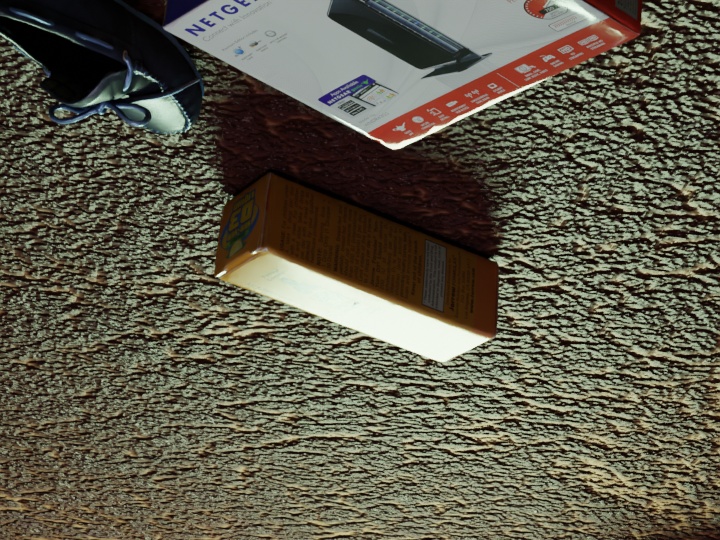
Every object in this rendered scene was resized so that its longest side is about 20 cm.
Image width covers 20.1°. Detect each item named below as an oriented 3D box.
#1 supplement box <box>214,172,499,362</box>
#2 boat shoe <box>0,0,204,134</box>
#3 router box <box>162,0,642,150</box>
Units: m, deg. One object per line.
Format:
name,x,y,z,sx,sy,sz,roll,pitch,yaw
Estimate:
supplement box,0.000,0.000,1.414,0.200,0.069,0.066,20,150,-30
boat shoe,-0.167,-0.123,1.186,0.084,0.069,0.200,-13,149,33
router box,0.022,-0.151,1.116,0.179,0.049,0.200,25,148,-35
